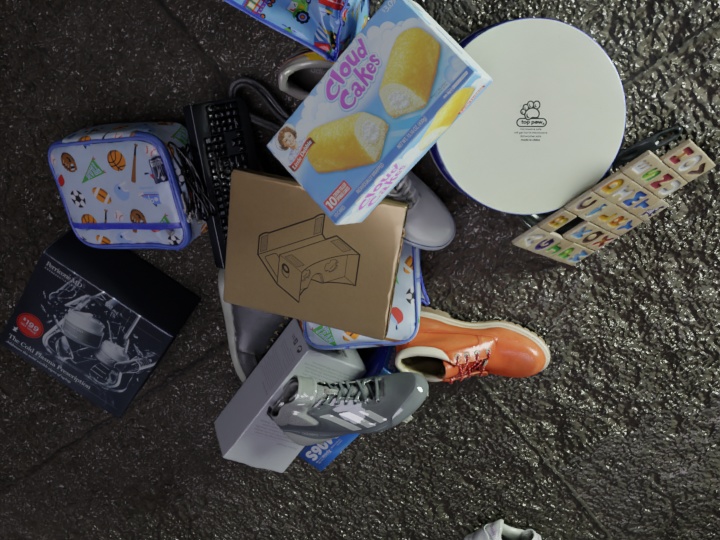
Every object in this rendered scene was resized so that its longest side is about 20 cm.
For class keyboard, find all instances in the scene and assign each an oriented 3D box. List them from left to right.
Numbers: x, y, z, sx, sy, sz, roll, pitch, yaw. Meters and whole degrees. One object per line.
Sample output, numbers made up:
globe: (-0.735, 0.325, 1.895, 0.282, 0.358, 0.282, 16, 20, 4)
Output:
keyboard: (-0.156, -0.094, 0.949, 0.040, 0.104, 0.200, 13, 117, 59)

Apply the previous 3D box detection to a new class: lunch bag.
lunch bag: (-0.279, -0.098, 1.012, 0.200, 0.076, 0.160, 3, 116, 27)
lunch bag: (-0.091, -0.301, 0.838, 0.200, 0.151, 0.094, 19, 120, 3)
lunch bag: (0.000, 0.000, 0.993, 0.160, 0.076, 0.200, -4, 104, -7)

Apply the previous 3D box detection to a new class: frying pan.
frying pan: (0.251, -0.122, 0.925, 0.115, 0.031, 0.190, 39, 104, -8)

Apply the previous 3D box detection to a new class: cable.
cable: (-0.065, -0.164, 0.977, 0.200, 0.050, 0.097, 21, 113, 12)

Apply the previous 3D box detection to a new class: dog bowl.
dog bowl: (0.169, -0.160, 0.859, 0.200, 0.079, 0.200, 0, 103, -2)

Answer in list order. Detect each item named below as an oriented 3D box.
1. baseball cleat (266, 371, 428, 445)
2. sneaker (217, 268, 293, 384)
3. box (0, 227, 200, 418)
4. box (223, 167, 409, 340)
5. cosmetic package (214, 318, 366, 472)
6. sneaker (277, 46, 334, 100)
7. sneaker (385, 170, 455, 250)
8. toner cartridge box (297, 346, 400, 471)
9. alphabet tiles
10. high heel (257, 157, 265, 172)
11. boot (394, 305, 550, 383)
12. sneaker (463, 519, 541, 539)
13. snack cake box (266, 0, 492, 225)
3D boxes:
baseball cleat: (-0.021, 0.159, 0.995, 0.200, 0.070, 0.106, -25, 131, 19)
sneaker: (-0.116, 0.080, 1.095, 0.106, 0.075, 0.200, -4, 116, 17)
box: (-0.358, 0.068, 1.130, 0.200, 0.104, 0.182, 34, 119, -7)
box: (-0.055, -0.017, 0.920, 0.200, 0.021, 0.164, 13, 113, 11)
cosmetic package: (-0.095, 0.168, 1.089, 0.101, 0.071, 0.200, 26, 111, -35)
sneaker: (0.008, -0.200, 0.904, 0.200, 0.090, 0.075, 7, 119, 10)
sneaker: (0.030, -0.093, 0.907, 0.200, 0.071, 0.073, 39, 83, -12)
toner cartridge box: (-0.004, 0.177, 1.111, 0.043, 0.095, 0.200, 36, 120, -9)
alphabet tiles: (0.280, -0.069, 0.889, 0.200, 0.167, 0.008, -35, 63, 27)
high heel: (-0.109, -0.078, 1.014, 0.200, 0.067, 0.096, 47, 129, 1)
boot: (0.139, 0.112, 1.036, 0.200, 0.107, 0.075, 9, 118, 6)
sneaker: (0.251, 0.439, 1.203, 0.200, 0.075, 0.100, 35, 121, -7)
snack cake box: (0.016, -0.154, 0.807, 0.115, 0.067, 0.200, 48, 112, 12)
